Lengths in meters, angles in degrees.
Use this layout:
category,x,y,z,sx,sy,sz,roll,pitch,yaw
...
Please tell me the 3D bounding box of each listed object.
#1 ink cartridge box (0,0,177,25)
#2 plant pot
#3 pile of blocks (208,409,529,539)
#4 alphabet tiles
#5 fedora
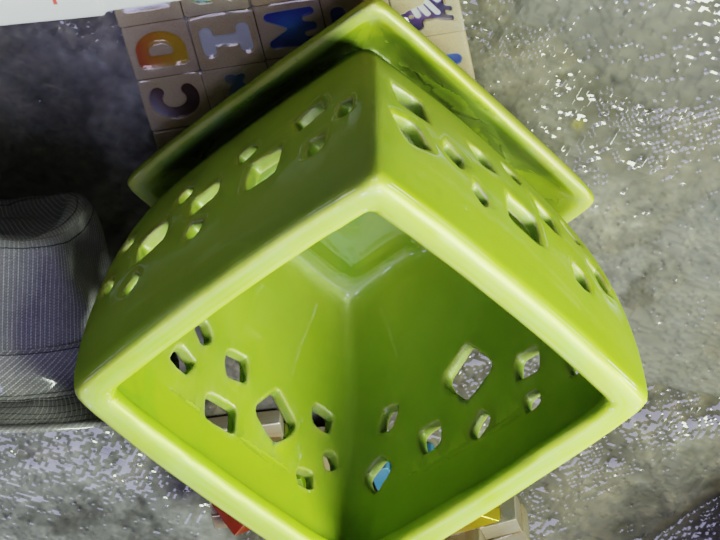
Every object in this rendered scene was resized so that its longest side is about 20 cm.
category,x,y,z,sx,sy,sz,roll,pitch,yaw
ink cartridge box,-0.180,-0.175,1.230,0.199,0.068,0.117,-4,132,6
plant pot,0.000,0.000,1.302,0.200,0.182,0.199,-34,124,27
pile of blocks,0.004,0.131,1.508,0.199,0.062,0.082,12,131,-11
alphabet tiles,-0.030,-0.107,1.332,0.167,0.008,0.200,-8,132,7
fedora,-0.178,0.010,1.333,0.176,0.200,0.091,-1,103,-11
